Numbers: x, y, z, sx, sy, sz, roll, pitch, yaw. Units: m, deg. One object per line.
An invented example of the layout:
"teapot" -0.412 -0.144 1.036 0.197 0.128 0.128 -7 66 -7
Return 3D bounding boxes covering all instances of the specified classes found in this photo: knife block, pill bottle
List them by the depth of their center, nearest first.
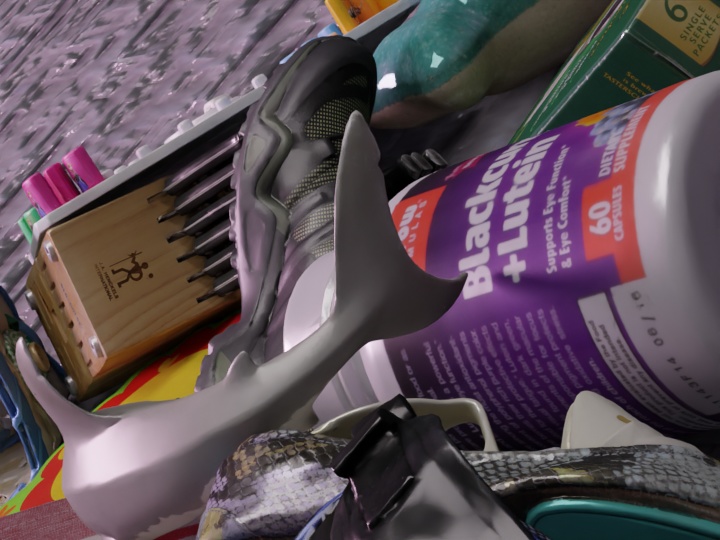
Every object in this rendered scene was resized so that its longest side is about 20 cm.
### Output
"pill bottle" 0.068 0.010 0.907 0.199 0.111 0.112 -19 32 45
"knife block" -0.057 -0.015 1.209 0.175 0.064 0.200 -24 -6 -15

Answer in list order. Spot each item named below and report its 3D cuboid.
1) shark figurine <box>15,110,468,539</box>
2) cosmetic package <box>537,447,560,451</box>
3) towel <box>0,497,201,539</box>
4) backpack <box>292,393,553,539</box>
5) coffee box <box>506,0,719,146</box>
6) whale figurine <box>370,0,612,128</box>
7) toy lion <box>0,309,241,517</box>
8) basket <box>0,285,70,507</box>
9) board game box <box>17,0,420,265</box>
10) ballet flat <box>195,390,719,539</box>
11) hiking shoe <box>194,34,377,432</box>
"shark figurine" -0.066 0.040 0.867 0.214 0.089 0.128 -36 13 49
"cosmetic package" -0.017 0.144 0.891 0.199 0.052 0.151 -17 36 47
"towel" -0.100 0.133 0.898 0.143 0.023 0.200 -17 24 -1
"backpack" 0.041 0.162 0.606 0.190 0.154 0.201 23 75 37
"coffee box" 0.105 -0.076 0.993 0.123 0.044 0.200 -55 1 -28
"whale figurine" 0.070 -0.141 1.144 0.200 0.104 0.159 -39 12 -27
"toy lion" -0.111 0.100 1.125 0.200 0.069 0.192 -35 17 19
"basket" -0.227 0.062 1.224 0.139 0.177 0.200 -26 17 28
"board game box" -0.075 -0.071 1.260 0.199 0.026 0.200 -32 1 -9
"ballet flat" 0.048 0.067 0.796 0.199 0.072 0.072 -1 36 12
"hiking shoe" 0.000 0.000 1.055 0.100 0.076 0.201 1 68 19
